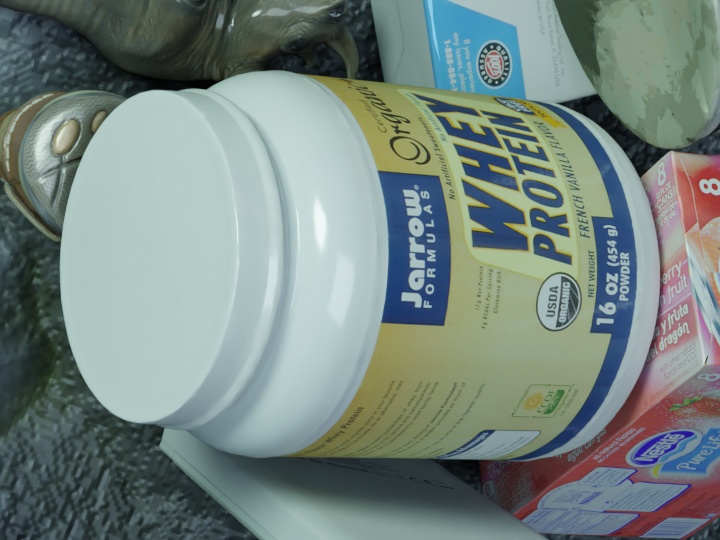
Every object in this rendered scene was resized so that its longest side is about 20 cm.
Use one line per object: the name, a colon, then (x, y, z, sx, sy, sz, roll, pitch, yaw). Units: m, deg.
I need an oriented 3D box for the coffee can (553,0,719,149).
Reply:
coffee can: (0.189, -0.146, 1.150, 0.199, 0.146, 0.147, -19, 108, -18)

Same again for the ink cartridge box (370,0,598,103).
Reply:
ink cartridge box: (0.104, -0.140, 1.234, 0.199, 0.068, 0.116, -14, 106, -19)

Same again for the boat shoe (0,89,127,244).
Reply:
boat shoe: (-0.071, -0.014, 1.191, 0.200, 0.072, 0.076, 41, 75, -35)

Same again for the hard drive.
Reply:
hard drive: (0.010, 0.102, 1.176, 0.131, 0.200, 0.026, 13, 98, -24)

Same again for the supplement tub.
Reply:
supplement tub: (0.000, 0.000, 1.110, 0.199, 0.144, 0.145, 3, 101, -37)

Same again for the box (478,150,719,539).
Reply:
box: (0.131, 0.036, 1.205, 0.102, 0.200, 0.095, 3, 65, -22)

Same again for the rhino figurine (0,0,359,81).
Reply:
rhino figurine: (-0.084, -0.121, 1.165, 0.199, 0.060, 0.088, 26, 110, -26)
